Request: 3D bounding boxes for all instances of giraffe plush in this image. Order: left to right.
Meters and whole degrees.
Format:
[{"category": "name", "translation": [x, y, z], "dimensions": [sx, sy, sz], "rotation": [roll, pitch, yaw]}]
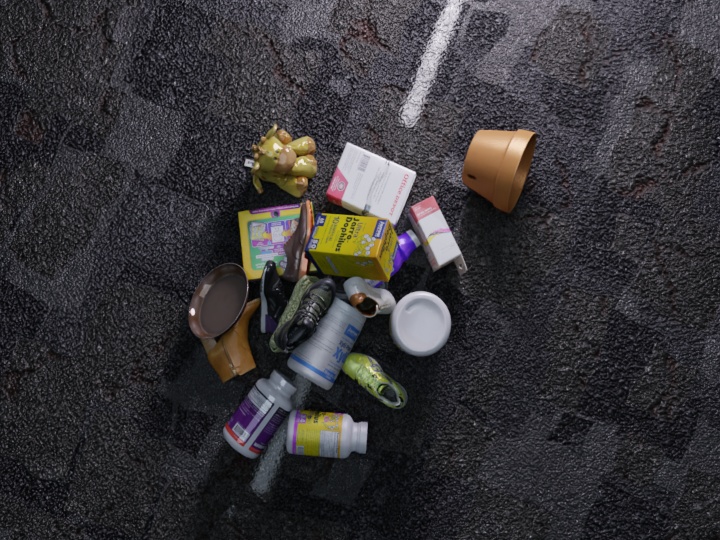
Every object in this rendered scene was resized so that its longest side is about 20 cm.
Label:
[{"category": "giraffe plush", "translation": [-0.211, -0.285, 1.645], "dimensions": [0.193, 0.162, 0.179], "rotation": [-3, 84, 0]}]

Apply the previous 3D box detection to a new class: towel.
[{"category": "towel", "translation": [-0.148, 0.109, 1.613], "dimensions": [0.036, 0.148, 0.205], "rotation": [24, 92, 23]}]

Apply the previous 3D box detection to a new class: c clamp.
[{"category": "c clamp", "translation": [0.000, 0.000, 1.686], "dimensions": [0.193, 0.027, 0.177], "rotation": [-2, 89, -1]}]

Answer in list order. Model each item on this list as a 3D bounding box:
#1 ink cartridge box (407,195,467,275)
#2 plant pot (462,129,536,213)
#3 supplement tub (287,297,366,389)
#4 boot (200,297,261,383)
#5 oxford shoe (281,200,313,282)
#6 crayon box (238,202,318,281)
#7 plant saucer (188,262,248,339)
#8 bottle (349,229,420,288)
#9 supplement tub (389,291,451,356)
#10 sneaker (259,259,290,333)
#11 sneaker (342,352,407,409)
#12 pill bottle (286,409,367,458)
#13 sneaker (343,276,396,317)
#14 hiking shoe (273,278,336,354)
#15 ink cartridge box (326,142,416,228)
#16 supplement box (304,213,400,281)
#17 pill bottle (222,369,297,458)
[{"category": "ink cartridge box", "translation": [0.193, -0.071, 1.642], "dimensions": [0.066, 0.117, 0.204], "rotation": [-25, 84, -3]}, {"category": "plant pot", "translation": [0.342, -0.263, 1.634], "dimensions": [0.137, 0.200, 0.205], "rotation": [20, 84, 19]}, {"category": "supplement tub", "translation": [-0.083, 0.175, 1.608], "dimensions": [0.129, 0.132, 0.204], "rotation": [28, 82, 4]}, {"category": "boot", "translation": [-0.299, 0.179, 1.651], "dimensions": [0.199, 0.071, 0.146], "rotation": [-35, 87, 4]}, {"category": "oxford shoe", "translation": [-0.156, -0.073, 1.614], "dimensions": [0.070, 0.071, 0.207], "rotation": [6, 85, 4]}, {"category": "crayon box", "translation": [-0.207, -0.072, 1.677], "dimensions": [0.193, 0.058, 0.179], "rotation": [-7, 86, -1]}, {"category": "plant saucer", "translation": [-0.349, 0.080, 1.632], "dimensions": [0.196, 0.032, 0.206], "rotation": [-18, 56, 28]}, {"category": "bottle", "translation": [0.061, -0.025, 1.641], "dimensions": [0.198, 0.065, 0.084], "rotation": [-38, 87, -2]}, {"category": "supplement tub", "translation": [0.140, 0.131, 1.580], "dimensions": [0.140, 0.200, 0.151], "rotation": [0, 84, 1]}, {"category": "sneaker", "translation": [-0.202, 0.067, 1.622], "dimensions": [0.085, 0.076, 0.205], "rotation": [7, 122, 5]}, {"category": "sneaker", "translation": [0.036, 0.271, 1.629], "dimensions": [0.197, 0.076, 0.077], "rotation": [32, 87, 6]}, {"category": "pill bottle", "translation": [-0.080, 0.403, 1.603], "dimensions": [0.193, 0.104, 0.108], "rotation": [5, 84, 1]}, {"category": "sneaker", "translation": [0.029, 0.088, 1.593], "dimensions": [0.072, 0.198, 0.086], "rotation": [-35, 55, 22]}, {"category": "hiking shoe", "translation": [-0.115, 0.110, 1.506], "dimensions": [0.075, 0.100, 0.202], "rotation": [39, 85, -23]}, {"category": "ink cartridge box", "translation": [0.028, -0.214, 1.675], "dimensions": [0.195, 0.084, 0.148], "rotation": [23, 85, 4]}, {"category": "supplement box", "translation": [-0.019, -0.057, 1.578], "dimensions": [0.194, 0.110, 0.111], "rotation": [6, 62, 25]}, {"category": "pill bottle", "translation": [-0.242, 0.350, 1.607], "dimensions": [0.111, 0.113, 0.202], "rotation": [37, 85, 4]}]
